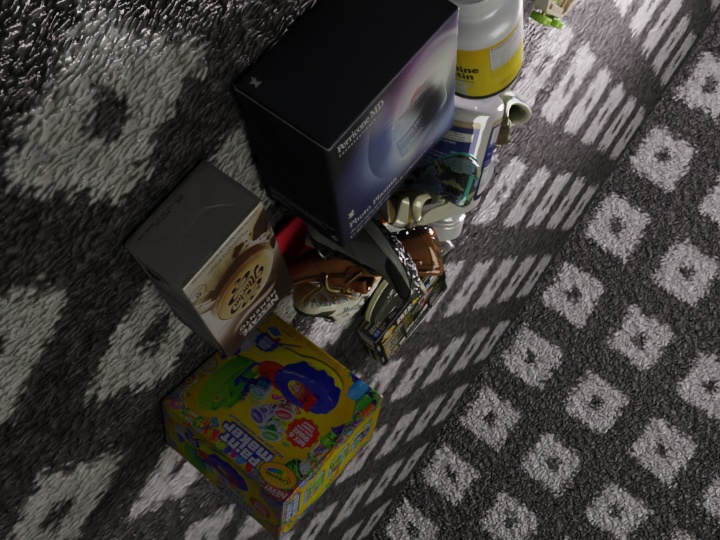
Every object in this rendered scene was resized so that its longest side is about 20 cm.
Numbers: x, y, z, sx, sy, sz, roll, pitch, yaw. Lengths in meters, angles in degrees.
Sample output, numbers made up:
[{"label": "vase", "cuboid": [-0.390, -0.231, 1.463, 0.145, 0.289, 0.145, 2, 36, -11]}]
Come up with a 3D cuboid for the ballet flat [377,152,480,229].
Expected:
[{"label": "ballet flat", "cuboid": [0.057, -0.083, 1.046, 0.074, 0.074, 0.200, -44, -164, -29]}]

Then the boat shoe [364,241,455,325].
[{"label": "boat shoe", "cuboid": [0.086, 0.016, 1.564, 0.201, 0.066, 0.072, -53, 163, -4]}]

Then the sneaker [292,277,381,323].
[{"label": "sneaker", "cuboid": [-0.036, 0.045, 1.294, 0.200, 0.076, 0.088, -22, 143, -58]}]

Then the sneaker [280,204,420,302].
[{"label": "sneaker", "cuboid": [-0.009, -0.033, 1.026, 0.079, 0.200, 0.074, -46, 162, 5]}]

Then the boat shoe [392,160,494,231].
[{"label": "boat shoe", "cuboid": [0.108, -0.110, 1.355, 0.199, 0.074, 0.068, -44, -154, -3]}]

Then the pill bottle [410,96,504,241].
[{"label": "pill bottle", "cuboid": [0.118, -0.145, 1.233, 0.111, 0.111, 0.201, -33, 143, -48]}]

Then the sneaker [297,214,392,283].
[{"label": "sneaker", "cuboid": [-0.015, -0.029, 1.224, 0.200, 0.076, 0.092, -38, 161, -38]}]

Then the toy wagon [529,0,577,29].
[{"label": "toy wagon", "cuboid": [0.320, -0.442, 1.374, 0.200, 0.040, 0.155, -20, 142, -62]}]

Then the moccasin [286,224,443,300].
[{"label": "moccasin", "cuboid": [0.000, 0.000, 1.098, 0.074, 0.201, 0.078, -50, 128, -79]}]

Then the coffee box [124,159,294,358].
[{"label": "coffee box", "cuboid": [-0.144, -0.004, 0.920, 0.113, 0.080, 0.200, -50, 162, -15]}]

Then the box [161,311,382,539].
[{"label": "box", "cuboid": [-0.112, 0.192, 1.164, 0.193, 0.200, 0.122, -44, 160, -32]}]

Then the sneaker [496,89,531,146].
[{"label": "sneaker", "cuboid": [0.179, -0.215, 1.342, 0.200, 0.090, 0.067, -39, 158, -39]}]

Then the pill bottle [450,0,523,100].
[{"label": "pill bottle", "cuboid": [0.131, -0.287, 1.053, 0.112, 0.112, 0.200, -52, 162, -6]}]

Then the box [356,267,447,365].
[{"label": "box", "cuboid": [0.081, 0.068, 1.677, 0.200, 0.049, 0.160, -51, 159, -11]}]

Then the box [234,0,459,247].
[{"label": "box", "cuboid": [-0.005, -0.163, 0.919, 0.200, 0.123, 0.199, -50, 161, -17]}]

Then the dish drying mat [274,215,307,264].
[{"label": "dish drying mat", "cuboid": [-0.117, -0.006, 1.090, 0.200, 0.018, 0.077, -45, 161, -24]}]
